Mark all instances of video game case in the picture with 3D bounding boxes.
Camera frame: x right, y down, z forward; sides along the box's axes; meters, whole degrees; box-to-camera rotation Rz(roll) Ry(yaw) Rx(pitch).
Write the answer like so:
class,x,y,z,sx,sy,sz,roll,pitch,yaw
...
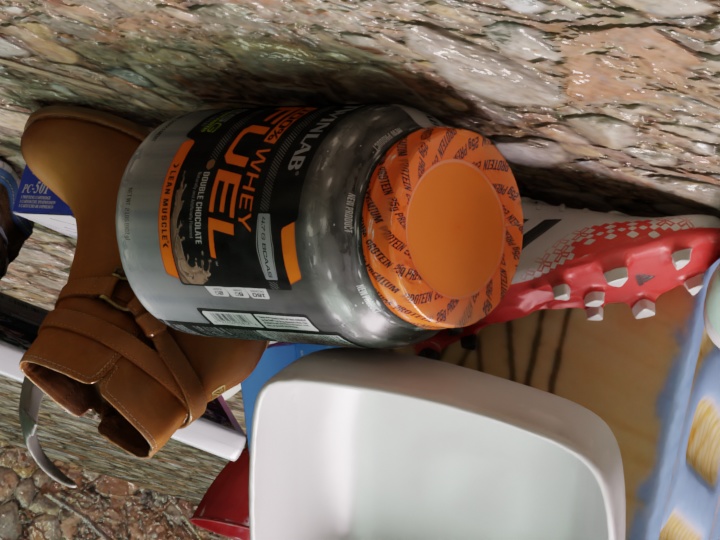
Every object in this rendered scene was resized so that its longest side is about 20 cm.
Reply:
class,x,y,z,sx,sy,sz,roll,pitch,yaw
video game case,-0.185,0.067,1.569,0.199,0.023,0.182,22,-174,-15

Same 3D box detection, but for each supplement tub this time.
class,x,y,z,sx,sy,sz,roll,pitch,yaw
supplement tub,-0.022,-0.023,1.156,0.199,0.123,0.122,2,163,45

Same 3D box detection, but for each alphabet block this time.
class,x,y,z,sx,sy,sz,roll,pitch,yaw
alphabet block,0.106,0.084,1.321,0.199,0.197,0.195,10,166,21

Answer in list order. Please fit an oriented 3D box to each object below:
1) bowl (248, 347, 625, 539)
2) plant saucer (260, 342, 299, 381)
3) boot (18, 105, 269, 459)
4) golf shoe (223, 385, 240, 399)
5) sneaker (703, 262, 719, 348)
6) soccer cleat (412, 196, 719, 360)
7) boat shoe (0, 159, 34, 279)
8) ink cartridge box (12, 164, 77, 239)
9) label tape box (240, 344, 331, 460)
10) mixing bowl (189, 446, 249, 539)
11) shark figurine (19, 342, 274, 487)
class,x,y,z,sx,sy,sz,roll,pitch,yaw
bowl,0.047,0.130,1.168,0.199,0.075,0.201,14,124,20
plant saucer,-0.033,0.055,1.622,0.199,0.051,0.201,4,-179,0
boot,-0.145,0.003,1.271,0.199,0.155,0.074,31,147,14
golf shoe,-0.127,0.031,1.715,0.091,0.076,0.200,-20,149,28
sneaker,0.274,0.025,1.141,0.199,0.074,0.118,11,163,8
soccer cleat,0.097,-0.012,1.211,0.199,0.086,0.069,-16,154,18
boat shoe,-0.266,-0.034,1.529,0.072,0.073,0.200,11,168,14
ink cartridge box,-0.117,-0.023,1.470,0.200,0.044,0.094,25,167,-41
label tape box,0.028,0.108,1.493,0.199,0.145,0.063,-7,173,-9
mixing bowl,-0.087,0.261,2.596,0.199,0.109,0.200,14,167,3
shark figurine,-0.162,0.035,1.441,0.128,0.214,0.090,38,137,23
